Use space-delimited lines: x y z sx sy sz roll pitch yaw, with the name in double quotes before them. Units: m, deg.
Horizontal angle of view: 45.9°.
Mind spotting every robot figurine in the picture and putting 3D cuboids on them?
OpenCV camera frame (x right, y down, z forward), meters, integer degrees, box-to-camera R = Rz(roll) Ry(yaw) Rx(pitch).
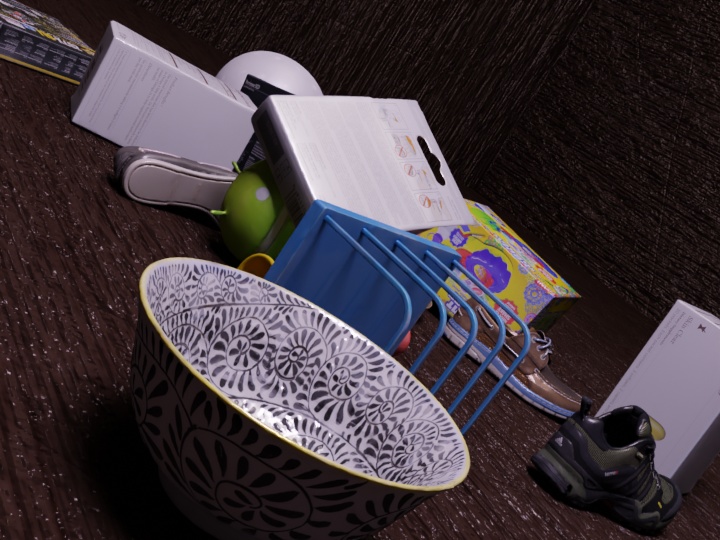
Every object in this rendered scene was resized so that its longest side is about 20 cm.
"robot figurine" -0.056 -0.038 0.875 0.200 0.116 0.176 29 44 -17

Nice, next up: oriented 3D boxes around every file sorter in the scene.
"file sorter" 0.023 0.053 0.670 0.123 0.139 0.200 44 17 34

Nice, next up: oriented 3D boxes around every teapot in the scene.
"teapot" -0.151 -0.221 1.286 0.198 0.200 0.146 50 40 -25

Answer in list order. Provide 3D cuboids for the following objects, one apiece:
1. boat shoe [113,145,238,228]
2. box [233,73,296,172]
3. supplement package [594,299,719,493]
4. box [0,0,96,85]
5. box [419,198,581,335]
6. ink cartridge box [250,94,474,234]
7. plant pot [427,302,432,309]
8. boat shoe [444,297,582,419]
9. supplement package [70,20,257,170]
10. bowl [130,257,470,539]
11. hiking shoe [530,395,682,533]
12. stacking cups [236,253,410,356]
"boat shoe" -0.171 -0.090 0.917 0.200 0.067 0.057 16 24 -42
"box" -0.107 -0.163 1.117 0.079 0.142 0.200 17 11 -38
"supplement package" 0.382 0.154 1.003 0.111 0.200 0.156 39 15 34
"box" -0.456 -0.321 1.160 0.160 0.049 0.200 41 15 25
"box" 0.183 0.011 1.202 0.200 0.122 0.193 47 17 18
"ink cartridge box" 0.005 -0.097 0.849 0.200 0.050 0.163 -7 67 -43
"plant pot" 0.000 0.000 1.078 0.200 0.028 0.200 31 13 -8
"boat shoe" 0.197 0.105 1.043 0.200 0.073 0.072 35 13 14
"supplement package" -0.242 -0.203 1.060 0.200 0.117 0.117 26 13 -27
"bowl" -0.049 0.086 0.462 0.200 0.094 0.201 31 13 -8
"hiking shoe" 0.260 0.185 0.818 0.200 0.101 0.076 23 15 -35
"stacking cups" -0.030 0.038 0.787 0.200 0.061 0.060 21 16 -48
